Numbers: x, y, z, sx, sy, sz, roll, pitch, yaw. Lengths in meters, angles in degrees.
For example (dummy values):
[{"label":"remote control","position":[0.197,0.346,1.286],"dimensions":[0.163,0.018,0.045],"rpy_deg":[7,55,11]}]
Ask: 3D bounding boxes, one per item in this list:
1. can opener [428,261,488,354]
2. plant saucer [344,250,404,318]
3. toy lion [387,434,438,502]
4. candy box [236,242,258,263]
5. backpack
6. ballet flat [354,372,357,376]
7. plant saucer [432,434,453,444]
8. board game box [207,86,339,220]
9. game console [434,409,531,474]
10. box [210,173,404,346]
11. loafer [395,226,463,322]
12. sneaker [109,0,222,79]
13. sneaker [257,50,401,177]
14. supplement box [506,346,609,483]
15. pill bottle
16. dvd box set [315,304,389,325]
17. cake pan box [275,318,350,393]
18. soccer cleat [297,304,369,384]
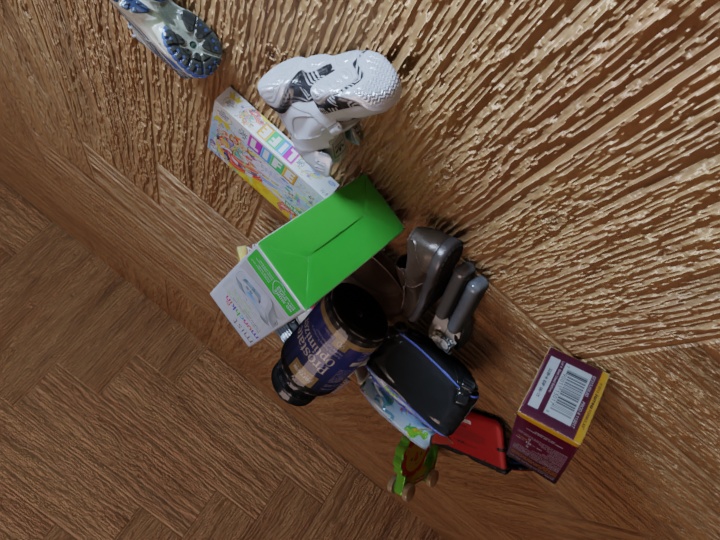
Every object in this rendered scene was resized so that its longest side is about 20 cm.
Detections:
[{"label":"can opener","position":[0.140,0.057,0.734],"dimensions":[0.053,0.066,0.201],"rpy_deg":[49,156,25]},{"label":"plant saucer","position":[0.000,0.000,0.842],"dimensions":[0.199,0.037,0.201],"rpy_deg":[30,154,16]},{"label":"toy lion","position":[0.152,0.505,1.376],"dimensions":[0.068,0.195,0.199],"rpy_deg":[17,-171,38]},{"label":"candy box","position":[-0.173,0.017,0.987],"dimensions":[0.201,0.115,0.057],"rpy_deg":[108,145,-60]},{"label":"backpack","position":[0.094,0.187,0.857],"dimensions":[0.182,0.148,0.200],"rpy_deg":[39,-174,11]},{"label":"ballet flat","position":[-0.018,0.150,1.066],"dimensions":[0.200,0.071,0.069],"rpy_deg":[47,150,18]},{"label":"plant saucer","position":[0.091,0.262,1.070],"dimensions":[0.200,0.037,0.200],"rpy_deg":[50,179,-21]},{"label":"board game box","position":[-0.134,-0.157,0.755],"dimensions":[0.200,0.034,0.134],"rpy_deg":[41,155,-6]},{"label":"game console","position":[0.265,0.358,1.123],"dimensions":[0.199,0.118,0.175],"rpy_deg":[5,109,49]},{"label":"box","position":[-0.069,-0.010,0.667],"dimensions":[0.097,0.200,0.176],"rpy_deg":[53,142,-4]},{"label":"loafer","position":[0.086,0.001,0.701],"dimensions":[0.071,0.073,0.201],"rpy_deg":[41,153,17]},{"label":"sneaker","position":[-0.262,-0.313,0.615],"dimensions":[0.201,0.077,0.085],"rpy_deg":[51,157,-26]},{"label":"sneaker","position":[-0.021,-0.163,0.546],"dimensions":[0.199,0.075,0.115],"rpy_deg":[21,152,43]},{"label":"supplement box","position":[0.280,0.216,0.741],"dimensions":[0.085,0.111,0.201],"rpy_deg":[26,153,26]},{"label":"pill bottle","position":[-0.055,0.122,0.791],"dimensions":[0.112,0.112,0.200],"rpy_deg":[39,120,-4]},{"label":"dvd box set","position":[-0.021,0.081,0.956],"dimensions":[0.145,0.030,0.200],"rpy_deg":[33,169,3]},{"label":"cake pan box","position":[-0.106,0.141,0.995],"dimensions":[0.185,0.052,0.200],"rpy_deg":[50,176,23]},{"label":"soccer cleat","position":[-0.036,0.134,0.890],"dimensions":[0.069,0.087,0.199],"rpy_deg":[-14,140,43]}]
